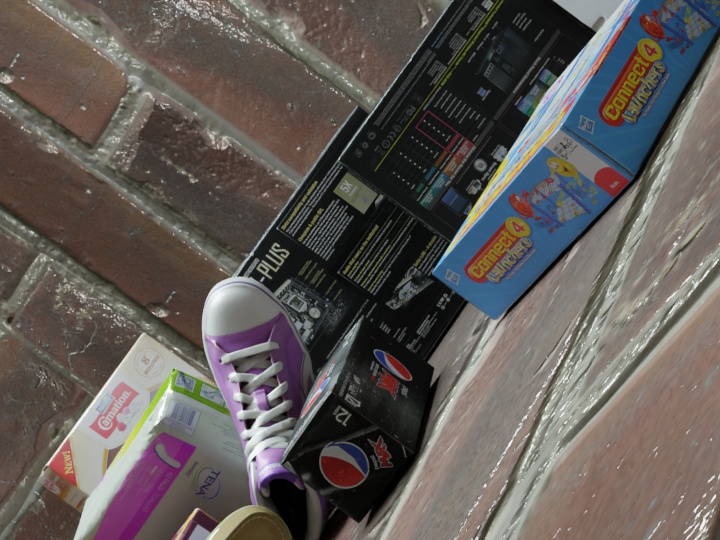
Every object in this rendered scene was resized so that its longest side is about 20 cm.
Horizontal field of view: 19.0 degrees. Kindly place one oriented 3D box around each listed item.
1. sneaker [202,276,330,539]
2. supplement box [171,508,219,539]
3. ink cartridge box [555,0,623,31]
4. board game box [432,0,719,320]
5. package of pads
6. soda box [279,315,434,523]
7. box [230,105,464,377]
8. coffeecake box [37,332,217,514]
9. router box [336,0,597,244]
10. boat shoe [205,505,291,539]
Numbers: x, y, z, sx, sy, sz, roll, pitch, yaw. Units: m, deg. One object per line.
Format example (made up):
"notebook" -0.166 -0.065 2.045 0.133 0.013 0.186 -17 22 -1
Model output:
"sneaker" -0.062 0.105 1.538 0.072 0.201 0.114 -19 7 1
"supplement box" -0.149 0.283 1.612 0.200 0.086 0.110 -52 4 45
"ink cartridge box" 0.189 -0.223 2.069 0.147 0.083 0.200 -55 3 -3
"board game box" 0.148 -0.091 1.417 0.196 0.056 0.200 -56 3 -37
"package of pads" -0.119 0.180 1.682 0.200 0.154 0.068 -54 15 44
"soda box" 0.001 0.098 1.470 0.063 0.071 0.200 -52 3 15
"box" 0.000 0.000 1.734 0.200 0.164 0.086 -55 3 -11
"coffeecake box" -0.162 0.179 1.928 0.154 0.200 0.073 -56 3 -23
"router box" 0.099 -0.121 1.661 0.200 0.150 0.062 -54 3 6
"boat shoe" -0.091 0.237 1.392 0.063 0.073 0.201 -38 18 56
